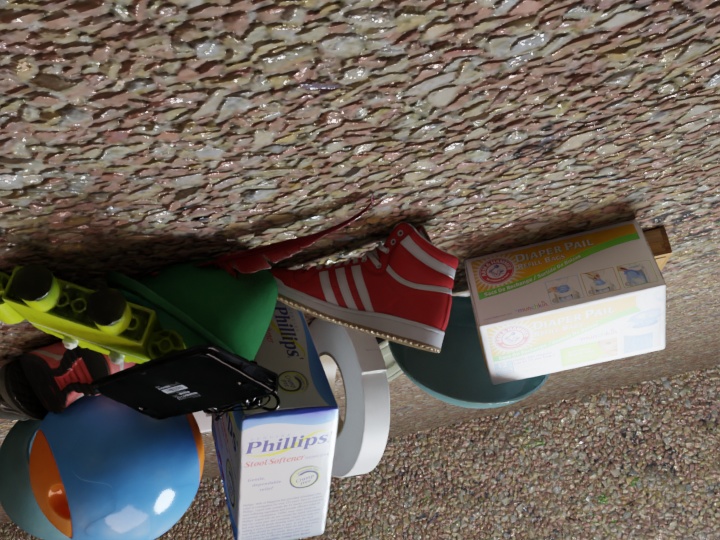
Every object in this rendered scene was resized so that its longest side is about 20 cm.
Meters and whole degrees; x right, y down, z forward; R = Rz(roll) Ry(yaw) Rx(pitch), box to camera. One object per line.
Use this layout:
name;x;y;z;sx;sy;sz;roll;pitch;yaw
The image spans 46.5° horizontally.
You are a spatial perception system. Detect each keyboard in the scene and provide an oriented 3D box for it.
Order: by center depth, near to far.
keyboard;-0.143;0.092;0.719;0.104;0.040;0.199;35;146;-30

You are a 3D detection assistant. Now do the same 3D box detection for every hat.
hat;-0.106;-0.004;0.780;0.199;0.177;0.166;28;162;19

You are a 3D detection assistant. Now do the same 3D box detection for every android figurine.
android figurine;-0.239;0.047;0.742;0.181;0.041;0.200;19;161;-4

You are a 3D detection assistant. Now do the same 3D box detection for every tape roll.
tape roll;-0.025;0.154;1.046;0.037;0.205;0.203;-2;161;-26

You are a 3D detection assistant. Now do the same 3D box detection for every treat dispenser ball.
treat dispenser ball;-0.286;0.225;0.994;0.199;0.203;0.201;-10;163;-3

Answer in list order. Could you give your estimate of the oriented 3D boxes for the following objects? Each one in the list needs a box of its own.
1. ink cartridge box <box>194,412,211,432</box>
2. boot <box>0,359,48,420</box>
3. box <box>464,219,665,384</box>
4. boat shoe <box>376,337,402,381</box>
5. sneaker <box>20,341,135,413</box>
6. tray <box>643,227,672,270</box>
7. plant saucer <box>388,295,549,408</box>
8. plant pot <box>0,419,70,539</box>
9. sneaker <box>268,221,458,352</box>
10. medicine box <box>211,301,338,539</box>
ink cartridge box;-0.178;0.176;1.182;0.198;0.084;0.147;-6;175;-15
boot;-0.438;0.162;1.046;0.129;0.068;0.200;-6;162;4
box;0.225;0.037;0.933;0.198;0.102;0.113;-14;135;8
boat shoe;0.089;0.089;1.176;0.199;0.072;0.068;-29;-166;28
sneaker;-0.300;0.103;0.927;0.199;0.074;0.087;-14;-167;42
tray;0.329;0.002;1.068;0.098;0.037;0.200;-14;164;8
plant saucer;0.129;0.103;1.014;0.198;0.200;0.036;-5;126;-19
plant pot;-0.412;0.265;1.170;0.198;0.202;0.135;-6;158;-18
sneaker;0.000;0.000;0.818;0.198;0.113;0.071;16;175;20
medicine box;-0.102;0.165;0.928;0.102;0.183;0.201;-5;126;-17
